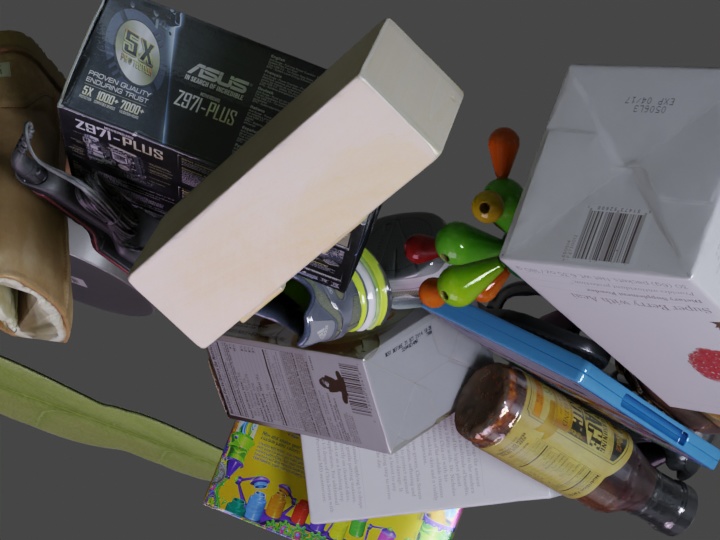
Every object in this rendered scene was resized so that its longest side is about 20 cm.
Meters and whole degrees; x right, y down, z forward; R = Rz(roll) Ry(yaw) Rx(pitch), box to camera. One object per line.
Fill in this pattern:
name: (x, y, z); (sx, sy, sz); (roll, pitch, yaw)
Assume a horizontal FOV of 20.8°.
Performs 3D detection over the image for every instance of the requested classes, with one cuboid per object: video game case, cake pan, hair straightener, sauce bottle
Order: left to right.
cake pan: (-0.261, -0.011, 1.788); (0.200, 0.037, 0.200); (20, 164, 6)
hair straightener: (-0.151, -0.037, 1.256); (0.077, 0.041, 0.200); (10, 156, 35)
video game case: (0.146, 0.074, 1.331); (0.143, 0.018, 0.200); (25, 175, 41)
sauce bottle: (0.159, 0.133, 1.410); (0.200, 0.066, 0.066); (29, 162, -28)

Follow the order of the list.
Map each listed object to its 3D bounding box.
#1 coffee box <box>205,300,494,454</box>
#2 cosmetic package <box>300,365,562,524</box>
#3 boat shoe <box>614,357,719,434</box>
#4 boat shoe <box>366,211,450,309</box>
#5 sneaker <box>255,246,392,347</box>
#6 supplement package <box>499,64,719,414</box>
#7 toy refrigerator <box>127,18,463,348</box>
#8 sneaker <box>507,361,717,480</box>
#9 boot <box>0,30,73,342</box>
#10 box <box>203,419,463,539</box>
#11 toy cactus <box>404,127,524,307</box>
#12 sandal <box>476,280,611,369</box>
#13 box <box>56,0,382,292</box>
coffee box: (-0.011, 0.063, 1.454); (0.200, 0.114, 0.080); (7, 120, 51)
cosmetic package: (0.058, 0.133, 1.504); (0.199, 0.102, 0.071); (-9, 174, 24)
boat shoe: (0.212, 0.067, 1.358); (0.070, 0.071, 0.200); (6, 158, 33)
boat shoe: (0.001, -0.001, 1.415); (0.202, 0.075, 0.065); (-5, 146, 44)
sneaker: (-0.073, -0.019, 1.349); (0.200, 0.081, 0.074); (35, 128, 24)
supplement package: (0.189, -0.009, 1.052); (0.121, 0.120, 0.200); (6, 158, 41)
toy refrigerator: (-0.036, -0.045, 1.102); (0.070, 0.076, 0.200); (44, 121, -14)
sneaker: (0.187, 0.114, 1.510); (0.200, 0.091, 0.066); (10, 159, 37)
boot: (-0.213, -0.039, 1.328); (0.066, 0.200, 0.175); (-20, 147, 19)
box: (-0.002, 0.141, 1.635); (0.200, 0.193, 0.122); (22, 174, 1)
toy cactus: (0.121, -0.019, 1.207); (0.165, 0.103, 0.200); (7, 166, -18)
sandal: (0.123, 0.031, 1.425); (0.075, 0.048, 0.200); (27, 176, -21)
box: (-0.081, -0.078, 1.239); (0.200, 0.086, 0.164); (21, 164, 2)
